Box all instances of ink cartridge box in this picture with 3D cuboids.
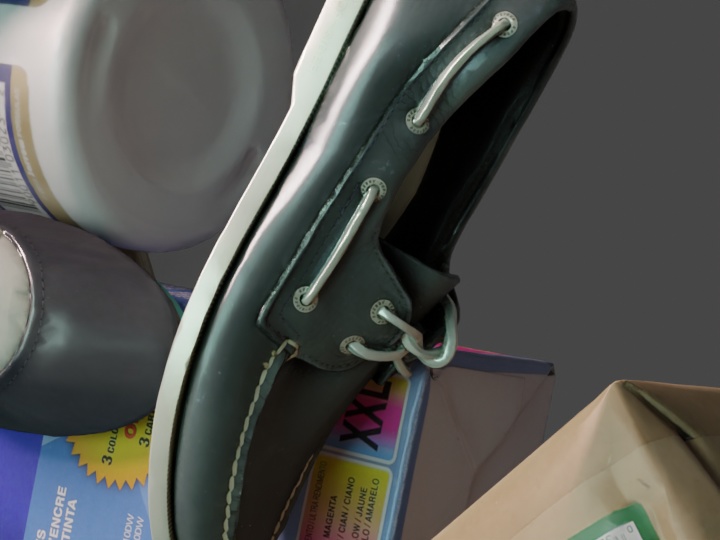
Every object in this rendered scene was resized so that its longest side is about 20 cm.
[{"bbox_3d":[-0.049,0.077,0.809,0.200,0.076,0.137,11,90,38],"label":"ink cartridge box"}]

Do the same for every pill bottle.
[{"bbox_3d":[-0.129,-0.074,0.879,0.200,0.111,0.111,12,94,41],"label":"pill bottle"}]

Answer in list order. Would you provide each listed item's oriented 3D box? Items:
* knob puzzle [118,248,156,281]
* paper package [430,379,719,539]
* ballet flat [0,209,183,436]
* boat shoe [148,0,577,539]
[{"bbox_3d":[-0.137,0.062,0.923,0.219,0.030,0.220,-3,83,26],"label":"knob puzzle"},{"bbox_3d":[0.069,0.128,0.639,0.200,0.191,0.104,-42,61,28],"label":"paper package"},{"bbox_3d":[-0.144,0.005,0.803,0.200,0.073,0.073,20,99,39],"label":"ballet flat"},{"bbox_3d":[0.000,0.000,0.700,0.062,0.073,0.200,23,93,20],"label":"boat shoe"}]
